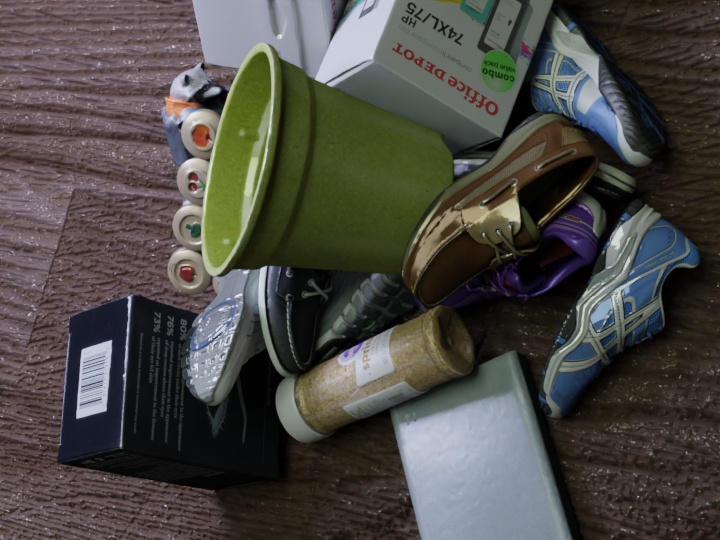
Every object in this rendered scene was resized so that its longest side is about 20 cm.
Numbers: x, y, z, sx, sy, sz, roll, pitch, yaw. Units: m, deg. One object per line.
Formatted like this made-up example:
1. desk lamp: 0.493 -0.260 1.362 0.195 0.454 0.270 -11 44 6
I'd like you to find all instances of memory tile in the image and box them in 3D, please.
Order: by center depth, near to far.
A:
1. memory tile: -0.119 -0.056 1.312 0.151 0.017 0.202 14 113 10

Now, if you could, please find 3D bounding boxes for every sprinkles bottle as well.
1. sprinkles bottle: 0.012 0.098 1.199 0.199 0.068 0.069 -27 60 34

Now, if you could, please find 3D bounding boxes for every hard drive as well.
1. hard drive: 0.110 0.191 1.146 0.139 0.033 0.202 -27 60 24

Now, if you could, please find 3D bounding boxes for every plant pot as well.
1. plant pot: -0.024 -0.076 1.134 0.200 0.182 0.203 -168 90 -70

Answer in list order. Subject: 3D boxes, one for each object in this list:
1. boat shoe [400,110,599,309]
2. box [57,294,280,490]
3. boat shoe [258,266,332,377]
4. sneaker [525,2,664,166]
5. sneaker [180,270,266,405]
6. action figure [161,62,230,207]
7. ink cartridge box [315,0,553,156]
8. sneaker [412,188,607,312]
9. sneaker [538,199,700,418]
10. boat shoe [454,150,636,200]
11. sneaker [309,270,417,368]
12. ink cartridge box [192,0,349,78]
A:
1. boat shoe: 0.118 -0.047 1.080 0.200 0.076 0.074 -47 45 -1
2. box: -0.180 0.124 1.260 0.104 0.199 0.150 -17 63 40
3. boat shoe: -0.057 -0.002 1.227 0.060 0.075 0.203 -8 81 22
4. sneaker: 0.206 -0.156 1.174 0.077 0.075 0.201 -45 44 20
5. sneaker: -0.106 0.049 1.237 0.074 0.087 0.201 -16 40 36
6. action figure: -0.149 -0.116 1.345 0.199 0.104 0.196 9 117 51
7. ink cartridge box: 0.072 -0.227 1.197 0.146 0.146 0.202 -13 53 65
8. sneaker: 0.122 -0.007 1.138 0.199 0.081 0.084 -26 29 33
9. sneaker: 0.214 0.044 1.098 0.076 0.076 0.202 29 107 8
10. boat shoe: 0.161 -0.073 1.181 0.198 0.074 0.063 5 82 41
11. sneaker: 0.000 0.000 1.265 0.200 0.075 0.116 -40 53 18
12. ink cartridge box: -0.066 -0.311 1.289 0.143 0.148 0.201 9 48 18
